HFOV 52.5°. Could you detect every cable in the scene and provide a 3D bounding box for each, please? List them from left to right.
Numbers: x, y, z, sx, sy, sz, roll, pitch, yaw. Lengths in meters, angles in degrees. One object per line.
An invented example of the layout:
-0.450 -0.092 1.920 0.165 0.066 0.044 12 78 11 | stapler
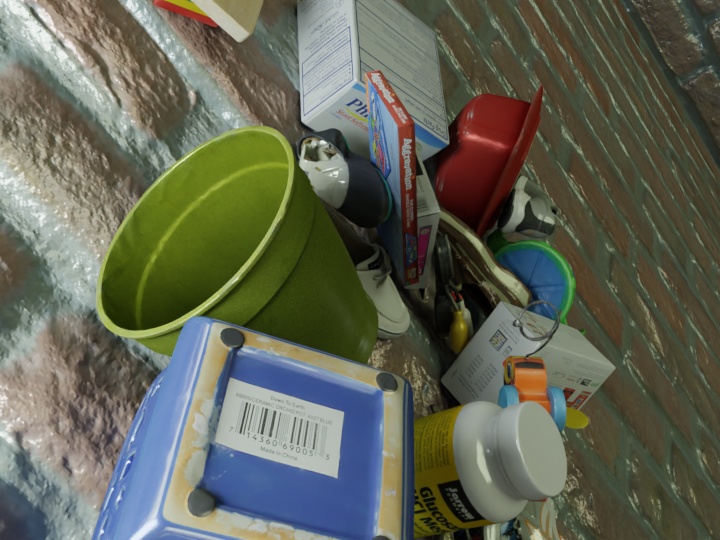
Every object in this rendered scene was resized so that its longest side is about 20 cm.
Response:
0.116 0.019 0.903 0.202 0.049 0.098 83 7 -45 | cable

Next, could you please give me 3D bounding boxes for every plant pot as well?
-0.068 0.156 0.489 0.197 0.181 0.202 19 43 -12 | plant pot
-0.084 0.019 0.630 0.193 0.198 0.202 48 38 -40 | plant pot

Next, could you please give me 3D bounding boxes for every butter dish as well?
0.162 -0.171 1.058 0.146 0.202 0.200 25 42 7 | butter dish

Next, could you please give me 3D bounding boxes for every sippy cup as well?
0.261 0.021 1.088 0.130 0.138 0.181 -9 97 -63 | sippy cup

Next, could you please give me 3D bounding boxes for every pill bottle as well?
0.094 0.194 0.716 0.112 0.199 0.114 27 50 -38 | pill bottle

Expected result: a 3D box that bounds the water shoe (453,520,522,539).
0.147 0.298 0.838 0.079 0.071 0.203 34 53 -39 | water shoe

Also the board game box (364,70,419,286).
0.034 -0.091 0.754 0.104 0.019 0.202 -116 -166 -44 | board game box

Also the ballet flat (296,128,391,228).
-0.029 -0.104 0.797 0.073 0.073 0.201 35 14 -33 | ballet flat

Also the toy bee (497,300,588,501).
0.185 0.137 0.789 0.129 0.202 0.109 23 4 -2 | toy bee

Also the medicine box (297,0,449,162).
0.016 -0.259 0.960 0.181 0.102 0.203 23 54 -42 | medicine box

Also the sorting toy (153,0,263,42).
-0.193 -0.364 0.794 0.198 0.069 0.202 37 45 -33 | sorting toy

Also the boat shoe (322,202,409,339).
0.000 0.000 0.820 0.200 0.069 0.071 47 41 -22 | boat shoe

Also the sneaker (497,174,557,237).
0.247 -0.086 1.070 0.078 0.075 0.200 22 21 5 | sneaker

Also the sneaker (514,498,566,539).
0.198 0.323 0.879 0.092 0.075 0.202 -37 98 -48 | sneaker

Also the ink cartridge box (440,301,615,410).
0.207 0.150 0.951 0.199 0.176 0.084 19 23 -44 | ink cartridge box

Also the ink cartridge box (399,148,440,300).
0.057 -0.048 0.859 0.201 0.037 0.096 88 -13 -61 | ink cartridge box

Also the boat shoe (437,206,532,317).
0.142 -0.002 0.994 0.202 0.075 0.075 43 78 -2 | boat shoe

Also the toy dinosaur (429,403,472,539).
0.113 0.236 0.809 0.047 0.087 0.203 37 45 -45 | toy dinosaur
